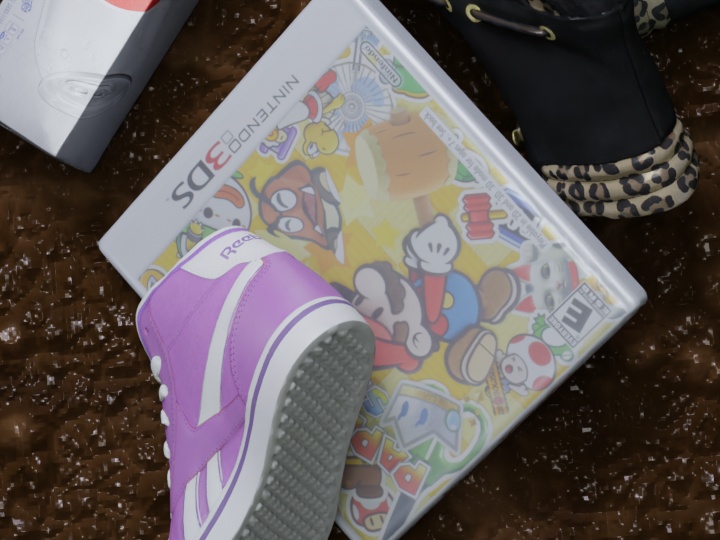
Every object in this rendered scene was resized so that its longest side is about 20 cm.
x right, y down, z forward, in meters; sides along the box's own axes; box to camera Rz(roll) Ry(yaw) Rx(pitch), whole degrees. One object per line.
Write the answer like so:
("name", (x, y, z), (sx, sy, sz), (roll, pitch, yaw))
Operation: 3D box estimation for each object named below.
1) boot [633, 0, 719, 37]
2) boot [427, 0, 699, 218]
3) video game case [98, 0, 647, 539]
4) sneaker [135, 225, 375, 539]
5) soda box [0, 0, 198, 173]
("boot", (0.154, -0.212, 0.939), (0.153, 0.073, 0.205), (-19, 81, 10))
("boot", (0.067, -0.108, 0.925), (0.073, 0.200, 0.151), (-38, 119, -20))
("video game case", (0.000, 0.000, 0.937), (0.200, 0.023, 0.182), (48, 113, 8))
("sneaker", (-0.064, 0.074, 0.938), (0.114, 0.072, 0.201), (39, 120, 34))
("soda box", (-0.108, -0.148, 0.970), (0.063, 0.068, 0.201), (32, 89, 9))
